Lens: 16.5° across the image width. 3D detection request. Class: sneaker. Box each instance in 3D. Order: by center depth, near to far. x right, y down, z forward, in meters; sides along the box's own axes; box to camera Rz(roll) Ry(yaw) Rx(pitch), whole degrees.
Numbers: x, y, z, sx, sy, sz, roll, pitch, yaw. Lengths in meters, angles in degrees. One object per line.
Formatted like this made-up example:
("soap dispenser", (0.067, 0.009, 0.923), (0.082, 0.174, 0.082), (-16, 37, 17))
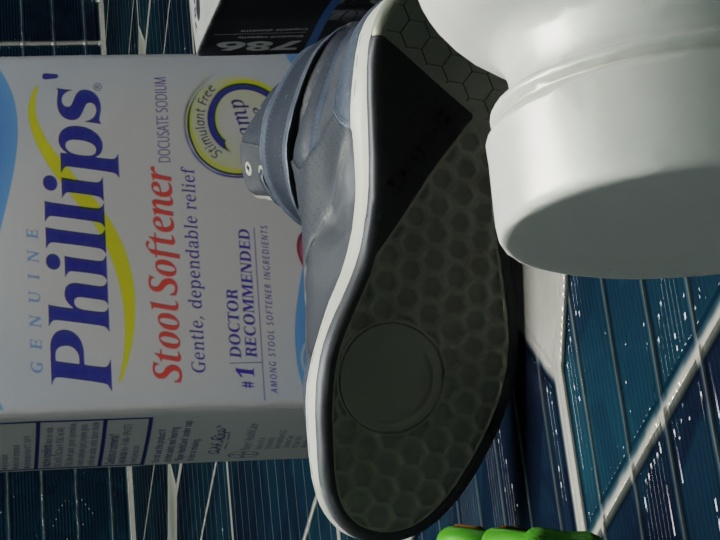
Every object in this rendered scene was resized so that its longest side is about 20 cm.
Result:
("sneaker", (0.002, 0.000, 0.942), (0.146, 0.077, 0.203), (172, 106, -70))

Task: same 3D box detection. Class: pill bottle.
("pill bottle", (0.061, -0.105, 0.493), (0.112, 0.112, 0.200), (121, 147, -73))

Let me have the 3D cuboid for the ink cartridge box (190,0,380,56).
("ink cartridge box", (-0.014, -0.117, 0.995), (0.200, 0.099, 0.039), (145, 122, -80))

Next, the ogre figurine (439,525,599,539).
("ogre figurine", (0.042, 0.130, 0.665), (0.200, 0.098, 0.120), (172, 108, -69))

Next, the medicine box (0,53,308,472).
("medicine box", (-0.097, -0.004, 1.210), (0.103, 0.200, 0.183), (114, 153, -69))
